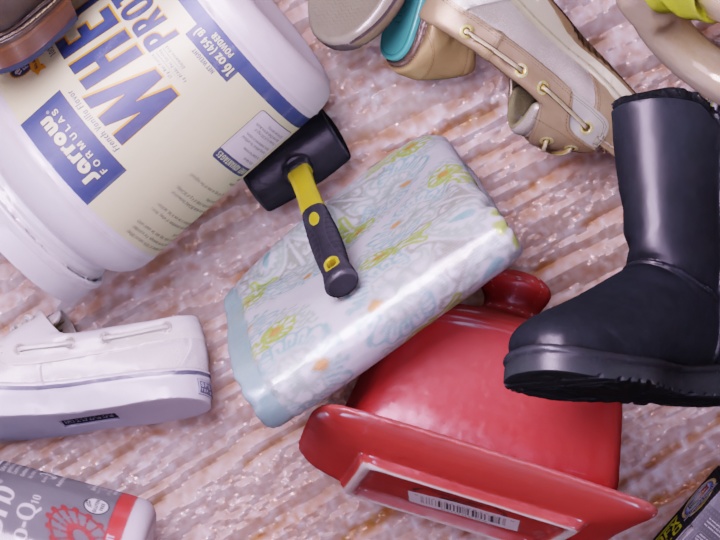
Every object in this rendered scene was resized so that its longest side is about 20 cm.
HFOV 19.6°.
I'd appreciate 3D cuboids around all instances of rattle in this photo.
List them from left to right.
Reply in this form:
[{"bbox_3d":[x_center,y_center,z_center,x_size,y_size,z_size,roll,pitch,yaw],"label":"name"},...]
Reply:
[{"bbox_3d":[0.254,-0.139,1.186,0.199,0.130,0.143,36,61,-11],"label":"rattle"}]

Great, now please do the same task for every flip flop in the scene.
[{"bbox_3d":[0.002,-0.228,1.208,0.057,0.081,0.202,10,97,-43],"label":"flip flop"}]

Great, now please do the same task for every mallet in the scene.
[{"bbox_3d":[-0.035,-0.030,1.189,0.066,0.200,0.041,-29,117,11],"label":"mallet"}]

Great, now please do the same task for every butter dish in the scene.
[{"bbox_3d":[0.076,0.071,1.220,0.198,0.200,0.149,16,75,-2],"label":"butter dish"}]

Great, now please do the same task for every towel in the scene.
[{"bbox_3d":[0.000,0.000,1.189,0.171,0.200,0.048,-38,108,5],"label":"towel"}]

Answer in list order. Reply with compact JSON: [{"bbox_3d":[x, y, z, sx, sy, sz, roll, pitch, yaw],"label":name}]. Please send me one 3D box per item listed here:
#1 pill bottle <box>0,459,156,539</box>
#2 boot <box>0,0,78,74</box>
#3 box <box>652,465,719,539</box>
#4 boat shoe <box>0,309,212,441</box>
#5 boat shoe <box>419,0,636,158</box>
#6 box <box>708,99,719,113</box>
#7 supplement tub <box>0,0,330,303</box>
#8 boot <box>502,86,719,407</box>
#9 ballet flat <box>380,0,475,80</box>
[{"bbox_3d":[-0.232,0.171,1.262,0.198,0.116,0.117,14,98,0],"label":"pill bottle"},{"bbox_3d":[-0.161,-0.208,1.126,0.074,0.097,0.201,16,59,33],"label":"boot"},{"bbox_3d":[0.247,0.246,1.290,0.200,0.044,0.161,40,98,-3],"label":"box"},{"bbox_3d":[-0.190,0.060,1.277,0.198,0.071,0.070,-7,71,7],"label":"boat shoe"},{"bbox_3d":[0.111,-0.105,1.216,0.066,0.074,0.200,-45,109,2],"label":"boat shoe"},{"bbox_3d":[0.303,-0.069,1.247,0.198,0.035,0.111,15,99,0],"label":"box"},{"bbox_3d":[-0.132,-0.092,1.206,0.200,0.145,0.145,-41,95,7],"label":"supplement tub"},{"bbox_3d":[0.146,-0.014,1.126,0.076,0.199,0.170,-11,78,43],"label":"boot"},{"bbox_3d":[0.062,-0.211,1.232,0.063,0.069,0.202,9,102,-27],"label":"ballet flat"}]
